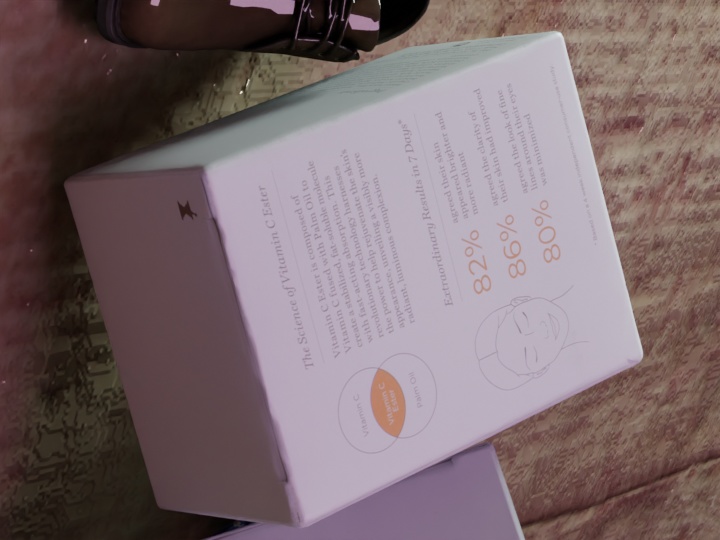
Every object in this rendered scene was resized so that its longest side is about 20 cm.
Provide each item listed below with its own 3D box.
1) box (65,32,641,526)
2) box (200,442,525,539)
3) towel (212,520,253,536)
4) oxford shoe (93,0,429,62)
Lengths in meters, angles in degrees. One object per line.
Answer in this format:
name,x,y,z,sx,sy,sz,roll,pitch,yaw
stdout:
box,0.000,0.000,1.177,0.200,0.106,0.153,-22,103,-35
box,-0.012,0.159,1.254,0.152,0.107,0.200,-18,174,-11
towel,0.027,0.088,1.405,0.200,0.024,0.145,-39,164,24
oxford shoe,-0.034,-0.122,1.163,0.200,0.084,0.073,-17,128,-54
